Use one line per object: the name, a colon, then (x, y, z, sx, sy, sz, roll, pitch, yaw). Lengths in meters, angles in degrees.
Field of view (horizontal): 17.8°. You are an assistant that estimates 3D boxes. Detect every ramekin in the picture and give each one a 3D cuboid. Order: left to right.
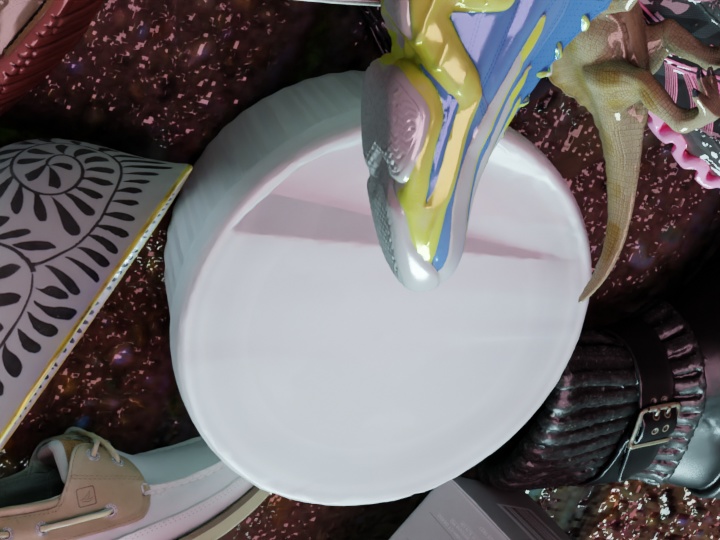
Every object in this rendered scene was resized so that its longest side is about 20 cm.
ramekin: (0.000, 0.000, 1.071, 0.201, 0.094, 0.204, -9, 122, -15)

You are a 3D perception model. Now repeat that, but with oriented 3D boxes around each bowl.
bowl: (-0.165, 0.012, 0.984, 0.094, 0.201, 0.201, 35, 104, -5)

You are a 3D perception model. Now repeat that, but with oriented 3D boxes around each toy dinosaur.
toy dinosaur: (0.114, -0.088, 0.986, 0.058, 0.101, 0.201, -37, 117, -43)

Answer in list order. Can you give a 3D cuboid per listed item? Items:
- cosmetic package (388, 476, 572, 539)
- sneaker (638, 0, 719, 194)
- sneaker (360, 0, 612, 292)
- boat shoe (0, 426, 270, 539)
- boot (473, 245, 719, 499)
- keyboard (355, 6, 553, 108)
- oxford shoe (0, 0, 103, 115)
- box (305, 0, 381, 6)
cosmetic package: (0.026, 0.206, 1.187, 0.200, 0.090, 0.107, -53, 154, 11)
sneaker: (0.160, -0.104, 1.028, 0.199, 0.079, 0.095, 33, 139, -21)
sneaker: (0.056, -0.088, 0.866, 0.104, 0.076, 0.202, -3, 114, -10)
boat shoe: (-0.130, 0.111, 1.094, 0.199, 0.075, 0.069, -24, 104, -25)
boot: (0.154, 0.029, 1.154, 0.157, 0.080, 0.212, 9, 116, -25)
keyboard: (0.039, -0.154, 1.042, 0.127, 0.021, 0.201, -33, 124, -1)
oxford shoe: (-0.144, -0.130, 0.972, 0.075, 0.070, 0.200, 41, 107, -1)
box: (0.005, -0.218, 0.911, 0.108, 0.128, 0.202, 1, 113, -10)
